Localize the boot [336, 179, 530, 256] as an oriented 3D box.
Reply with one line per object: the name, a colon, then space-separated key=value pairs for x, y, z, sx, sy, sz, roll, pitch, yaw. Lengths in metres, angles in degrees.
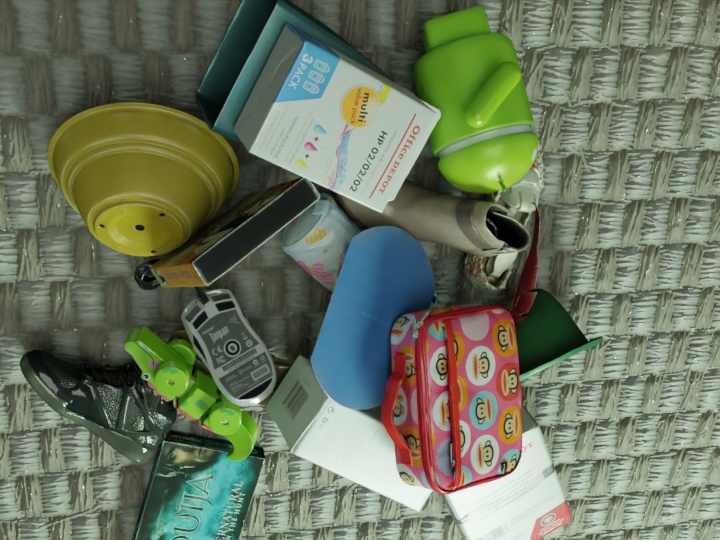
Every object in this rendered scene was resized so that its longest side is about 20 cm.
boot: x=0.089 y=-0.064 z=1.074 sx=0.198 sy=0.145 sz=0.071 roll=16 pitch=85 yaw=-41

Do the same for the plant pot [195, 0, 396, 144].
plant pot: x=-0.049 y=-0.183 z=1.020 sx=0.198 sy=0.142 sz=0.143 roll=25 pitch=104 yaw=-25

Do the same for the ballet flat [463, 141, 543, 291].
ballet flat: x=0.181 y=-0.064 z=1.158 sx=0.074 sy=0.064 sz=0.203 roll=7 pitch=109 yaw=-20

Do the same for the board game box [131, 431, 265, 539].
board game box: x=-0.213 y=0.307 z=1.238 sx=0.133 sy=0.028 sz=0.203 roll=13 pitch=108 yaw=-18

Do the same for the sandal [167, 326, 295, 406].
sandal: x=-0.137 y=0.117 z=1.163 sx=0.197 sy=0.054 sz=0.081 roll=16 pitch=111 yaw=-13

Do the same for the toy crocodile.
toy crocodile: x=-0.190 y=0.138 z=1.099 sx=0.062 sy=0.068 sz=0.200 roll=-42 pitch=113 yaw=15

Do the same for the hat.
hat: x=0.195 y=0.039 z=1.203 sx=0.199 sy=0.165 sz=0.178 roll=-30 pitch=80 yaw=27

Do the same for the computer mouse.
computer mouse: x=-0.166 y=0.063 z=1.098 sx=0.109 sy=0.044 sz=0.202 roll=-27 pitch=84 yaw=-18

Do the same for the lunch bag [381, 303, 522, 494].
lunch bag: x=0.097 y=0.141 z=1.082 sx=0.174 sy=0.081 sz=0.204 roll=-6 pitch=93 yaw=-37

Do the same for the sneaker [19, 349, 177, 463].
sneaker: x=-0.292 y=0.131 z=1.126 sx=0.199 sy=0.076 sz=0.114 roll=40 pitch=97 yaw=-27

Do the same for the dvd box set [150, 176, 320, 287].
dvd box set: x=-0.135 y=-0.037 z=1.002 sx=0.146 sy=0.199 sz=0.030 roll=-39 pitch=103 yaw=-19

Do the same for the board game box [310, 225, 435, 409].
board game box: x=0.006 y=0.050 z=1.069 sx=0.157 sy=0.039 sz=0.203 roll=25 pitch=82 yaw=-46

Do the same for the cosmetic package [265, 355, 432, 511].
cosmetic package: x=-0.001 y=0.192 z=1.135 sx=0.199 sy=0.113 sz=0.082 roll=33 pitch=95 yaw=-28

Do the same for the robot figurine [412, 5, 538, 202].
robot figurine: x=0.125 y=-0.176 z=1.050 sx=0.114 sy=0.175 sz=0.203 roll=-14 pitch=86 yaw=0

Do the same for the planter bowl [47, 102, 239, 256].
planter bowl: x=-0.225 y=-0.073 z=0.998 sx=0.197 sy=0.085 sz=0.202 roll=-2 pitch=147 yaw=-1

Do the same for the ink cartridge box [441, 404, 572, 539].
ink cartridge box: x=0.177 y=0.274 z=1.257 sx=0.143 sy=0.084 sz=0.202 roll=-29 pitch=127 yaw=-5

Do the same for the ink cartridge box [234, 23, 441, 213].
ink cartridge box: x=-0.008 y=-0.137 z=0.943 sx=0.198 sy=0.068 sz=0.116 roll=22 pitch=106 yaw=-31

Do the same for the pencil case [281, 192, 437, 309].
pencil case: x=0.000 y=0.000 z=1.127 sx=0.199 sy=0.090 sz=0.084 roll=41 pitch=61 yaw=-22
